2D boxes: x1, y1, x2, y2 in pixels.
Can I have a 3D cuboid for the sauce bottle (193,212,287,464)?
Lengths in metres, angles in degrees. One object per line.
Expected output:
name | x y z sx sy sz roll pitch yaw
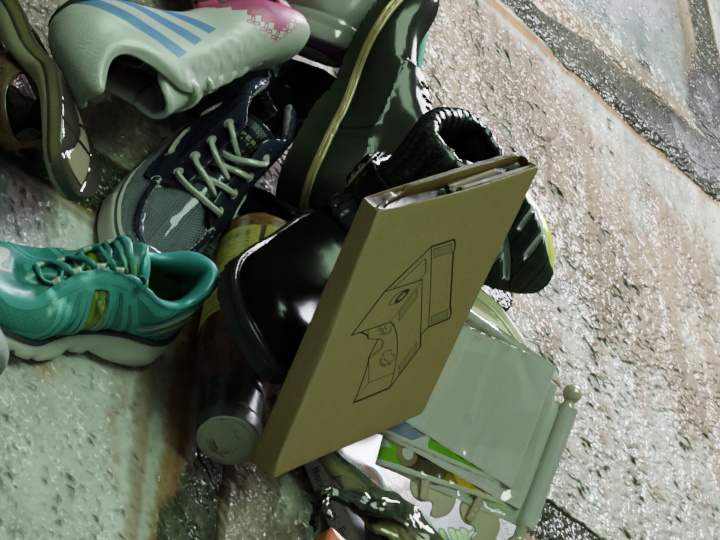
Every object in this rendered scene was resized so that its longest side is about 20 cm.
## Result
sauce bottle | -0.075 0.044 1.518 0.066 0.066 0.201 41 32 -22

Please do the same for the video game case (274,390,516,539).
video game case | 0.036 0.151 1.606 0.199 0.024 0.183 10 50 -52

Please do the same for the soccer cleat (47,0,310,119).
soccer cleat | -0.116 -0.137 1.569 0.199 0.070 0.087 -2 64 -35

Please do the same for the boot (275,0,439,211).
boot | 0.045 -0.103 1.636 0.138 0.078 0.201 25 70 8

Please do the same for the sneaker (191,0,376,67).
sneaker | -0.062 -0.220 1.737 0.199 0.100 0.075 26 -4 29

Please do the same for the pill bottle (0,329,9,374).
pill bottle | -0.272 -0.017 1.235 0.111 0.111 0.201 -3 61 -57

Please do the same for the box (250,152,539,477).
box | 0.021 0.026 1.449 0.021 0.201 0.163 39 33 24

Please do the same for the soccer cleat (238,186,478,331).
soccer cleat | 0.000 0.000 1.635 0.200 0.081 0.068 42 11 -2

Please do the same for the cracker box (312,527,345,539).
cracker box | 0.019 0.270 1.413 0.200 0.058 0.134 45 29 -16

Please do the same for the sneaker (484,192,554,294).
sneaker | 0.084 -0.055 1.758 0.200 0.078 0.090 50 14 29

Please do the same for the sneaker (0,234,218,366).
sneaker | -0.165 0.005 1.407 0.199 0.080 0.078 5 54 -54

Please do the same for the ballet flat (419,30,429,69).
ballet flat | 0.013 -0.119 1.713 0.071 0.070 0.201 29 55 -37

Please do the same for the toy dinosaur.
toy dinosaur | 0.009 0.160 1.494 0.200 0.048 0.088 48 37 11

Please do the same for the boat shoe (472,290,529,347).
boat shoe | 0.042 0.032 1.701 0.200 0.072 0.065 45 43 2

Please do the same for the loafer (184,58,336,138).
loafer | -0.102 -0.140 1.693 0.072 0.073 0.200 23 0 42

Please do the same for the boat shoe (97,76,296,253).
boat shoe | -0.104 -0.063 1.559 0.075 0.093 0.200 45 29 -14

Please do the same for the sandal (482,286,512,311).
sandal | 0.034 -0.031 1.798 0.200 0.045 0.075 40 22 5

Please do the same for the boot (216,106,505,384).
boot | 0.005 -0.022 1.473 0.080 0.157 0.211 53 26 -11

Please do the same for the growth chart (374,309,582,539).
growth chart | 0.067 0.093 1.595 0.200 0.018 0.145 38 73 -27

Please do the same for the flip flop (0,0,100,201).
flip flop | -0.214 -0.109 1.486 0.200 0.057 0.081 59 -7 41
